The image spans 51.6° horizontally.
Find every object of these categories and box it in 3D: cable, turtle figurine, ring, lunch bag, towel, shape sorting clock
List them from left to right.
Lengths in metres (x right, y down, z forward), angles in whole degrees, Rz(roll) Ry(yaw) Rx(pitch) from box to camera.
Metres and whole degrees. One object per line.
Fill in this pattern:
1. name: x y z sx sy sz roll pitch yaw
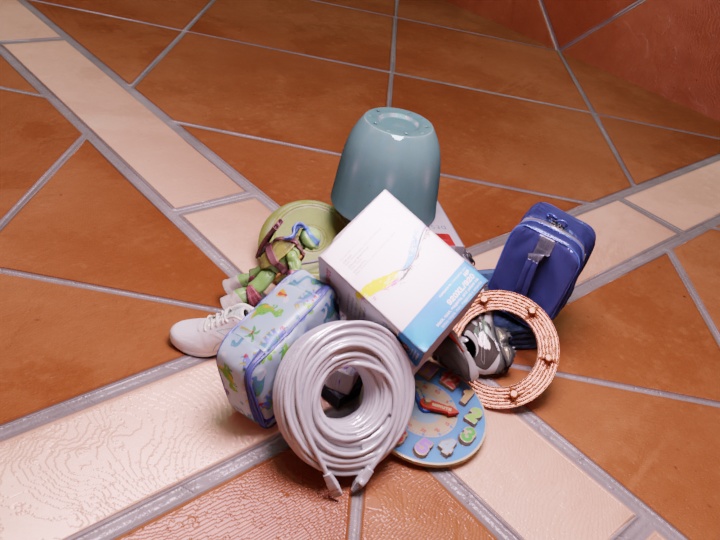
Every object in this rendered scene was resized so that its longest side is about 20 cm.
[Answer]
1. lunch bag: -0.107 0.113 1.061 0.081 0.163 0.200 26 53 26
2. turtle figurine: -0.124 0.027 1.238 0.191 0.200 0.146 -29 58 7
3. cable: -0.020 0.167 0.997 0.199 0.202 0.069 -41 16 -17
4. shape sorting clock: 0.095 0.205 1.111 0.195 0.040 0.202 11 35 -8
5. ring: 0.222 0.123 1.205 0.195 0.019 0.205 -3 64 6
6. towel: 0.269 0.065 1.382 0.109 0.049 0.201 -2 36 -19
7. lunch bag: 0.309 -0.009 1.276 0.134 0.203 0.132 28 38 17

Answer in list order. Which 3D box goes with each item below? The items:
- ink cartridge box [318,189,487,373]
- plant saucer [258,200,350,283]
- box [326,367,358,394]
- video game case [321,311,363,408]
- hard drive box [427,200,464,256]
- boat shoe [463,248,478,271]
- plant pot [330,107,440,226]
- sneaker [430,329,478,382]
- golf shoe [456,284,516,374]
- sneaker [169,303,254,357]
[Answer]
1. ink cartridge box: 0.054 0.020 1.079 0.199 0.148 0.145 42 73 11
2. plant saucer: -0.091 -0.052 1.376 0.195 0.031 0.204 5 61 -9
3. box: -0.001 0.116 1.178 0.038 0.042 0.201 19 33 9
4. video game case: -0.044 0.122 1.214 0.198 0.026 0.179 34 38 30
5. hard drive box: 0.084 -0.069 1.368 0.152 0.078 0.201 1 35 -17
6. boat shoe: 0.184 -0.016 1.430 0.065 0.071 0.200 -20 23 -18
7. plant pot: 0.054 -0.189 1.319 0.196 0.164 0.202 8 32 -5
8. sneaker: 0.103 0.113 1.178 0.082 0.077 0.200 -41 64 -7
9. golf shoe: 0.189 0.088 1.275 0.092 0.079 0.202 -10 49 -13
10. sneaker: -0.201 0.085 1.148 0.195 0.081 0.071 0 42 6
